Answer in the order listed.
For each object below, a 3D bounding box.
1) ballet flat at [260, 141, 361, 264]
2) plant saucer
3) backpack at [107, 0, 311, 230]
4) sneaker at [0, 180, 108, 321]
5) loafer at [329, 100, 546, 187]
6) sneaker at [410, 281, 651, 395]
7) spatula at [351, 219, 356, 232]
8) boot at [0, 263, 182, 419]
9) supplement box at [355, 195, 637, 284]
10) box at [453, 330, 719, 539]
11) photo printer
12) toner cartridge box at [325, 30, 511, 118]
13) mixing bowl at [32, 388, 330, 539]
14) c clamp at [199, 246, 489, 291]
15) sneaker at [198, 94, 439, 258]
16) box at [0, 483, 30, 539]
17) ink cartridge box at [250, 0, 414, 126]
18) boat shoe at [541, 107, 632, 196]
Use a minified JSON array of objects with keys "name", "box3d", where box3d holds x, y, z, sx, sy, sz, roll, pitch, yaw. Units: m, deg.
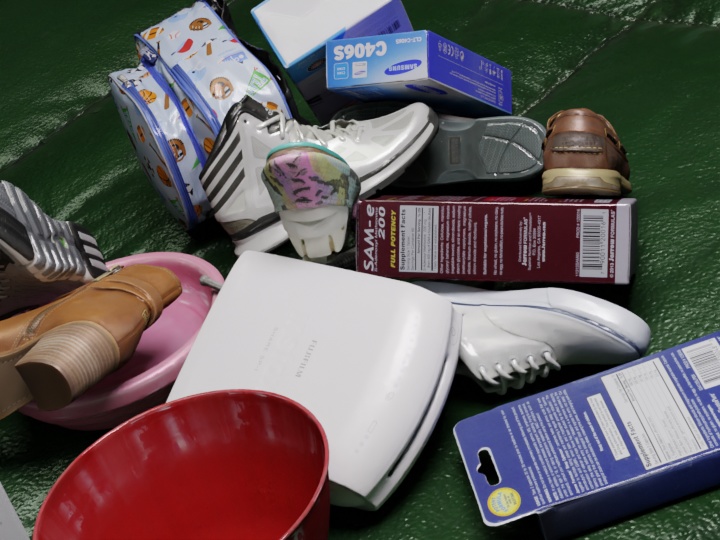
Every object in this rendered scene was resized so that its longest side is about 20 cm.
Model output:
[{"name":"ballet flat","box3d":[-0.032,-0.041,1.333,0.069,0.072,0.200,-2,-9,4]},{"name":"plant saucer","box3d":[-0.196,0.062,1.458,0.199,0.051,0.201,-13,32,9]},{"name":"backpack","box3d":[-0.123,-0.125,1.582,0.154,0.201,0.190,-37,39,-15]},{"name":"sneaker","box3d":[-0.285,0.000,1.414,0.115,0.200,0.075,-29,68,10]},{"name":"loafer","box3d":[0.071,-0.102,1.541,0.199,0.072,0.063,7,-2,20]},{"name":"sneaker","box3d":[0.111,0.056,1.295,0.199,0.073,0.071,3,62,34]},{"name":"spatula","box3d":[-0.006,-0.053,1.500,0.056,0.021,0.200,-17,15,-3]},{"name":"boot","box3d":[-0.247,0.045,1.398,0.199,0.077,0.155,-9,25,37]},{"name":"supplement box","box3d":[0.103,-0.024,1.340,0.199,0.061,0.109,2,5,12]},{"name":"box","box3d":[0.168,0.113,1.195,0.199,0.033,0.121,-18,31,0]},{"name":"photo printer","box3d":[-0.030,0.077,1.277,0.199,0.069,0.167,12,68,37]},{"name":"toner cartridge box","box3d":[0.054,-0.165,1.562,0.094,0.043,0.200,-4,-6,25]},{"name":"mixing bowl","box3d":[-0.099,0.181,1.165,0.199,0.109,0.201,-15,32,9]},{"name":"c clamp","box3d":[0.000,0.000,1.426,0.199,0.027,0.171,-22,33,-31]},{"name":"sneaker","box3d":[-0.041,-0.105,1.460,0.200,0.116,0.076,-32,17,-1]},{"name":"box","box3d":[-0.349,0.149,1.266,0.152,0.201,0.106,-35,35,-25]},{"name":"ink cartridge box","box3d":[-0.013,-0.200,1.607,0.116,0.200,0.068,-33,72,1]},{"name":"boat shoe","box3d":[0.176,-0.092,1.403,0.071,0.068,0.200,1,3,8]}]
